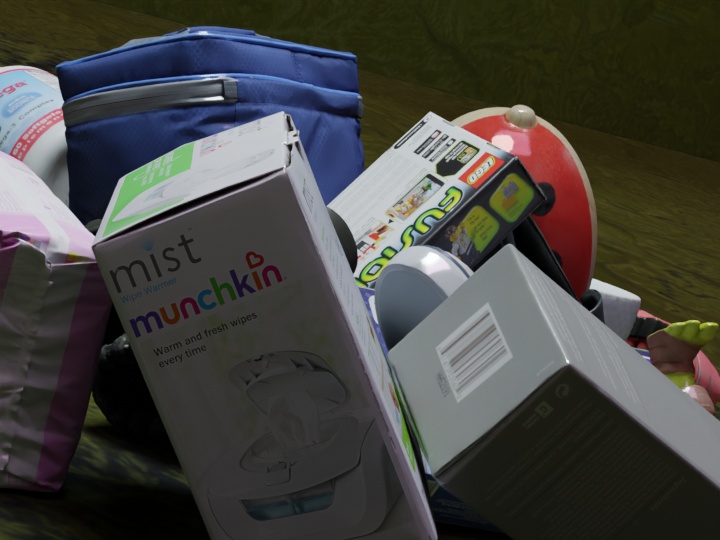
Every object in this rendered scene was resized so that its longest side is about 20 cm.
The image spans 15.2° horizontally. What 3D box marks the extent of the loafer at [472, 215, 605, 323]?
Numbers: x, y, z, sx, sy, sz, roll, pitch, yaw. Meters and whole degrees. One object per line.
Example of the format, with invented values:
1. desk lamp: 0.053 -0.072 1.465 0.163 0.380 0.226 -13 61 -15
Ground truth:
1. loafer: 0.115 0.040 1.574 0.201 0.070 0.068 54 34 -10

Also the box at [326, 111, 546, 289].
1. box: 0.000 0.000 1.523 0.035 0.200 0.110 52 -9 -30

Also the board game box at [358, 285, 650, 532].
1. board game box: 0.088 0.084 1.452 0.199 0.035 0.136 13 40 -28

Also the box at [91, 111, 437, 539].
1. box: -0.040 0.034 1.215 0.096 0.177 0.200 -22 11 3

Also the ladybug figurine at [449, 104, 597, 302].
1. ladybug figurine: 0.075 -0.003 1.640 0.135 0.201 0.072 10 20 1

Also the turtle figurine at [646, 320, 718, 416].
1. turtle figurine: 0.201 0.113 1.413 0.199 0.162 0.064 5 -25 -9

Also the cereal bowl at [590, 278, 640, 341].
1. cereal bowl: 0.080 0.027 1.786 0.199 0.084 0.200 17 4 -1

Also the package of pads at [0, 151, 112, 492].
1. package of pads: -0.179 0.017 1.294 0.075 0.121 0.200 13 11 -22

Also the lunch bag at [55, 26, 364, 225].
1. lunch bag: -0.081 -0.081 1.616 0.135 0.133 0.200 -6 -3 31

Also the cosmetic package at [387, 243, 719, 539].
1. cosmetic package: 0.115 0.091 1.225 0.200 0.090 0.107 42 13 -29

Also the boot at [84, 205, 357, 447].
1. boot: -0.112 0.035 1.440 0.210 0.080 0.158 -13 29 30

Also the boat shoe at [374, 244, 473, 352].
1. boat shoe: 0.072 0.055 1.308 0.073 0.065 0.200 10 -40 43

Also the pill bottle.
1. pill bottle: -0.215 -0.074 1.801 0.108 0.109 0.200 10 11 -34

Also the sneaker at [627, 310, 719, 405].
1. sneaker: 0.176 0.055 1.925 0.200 0.074 0.087 31 3 43
